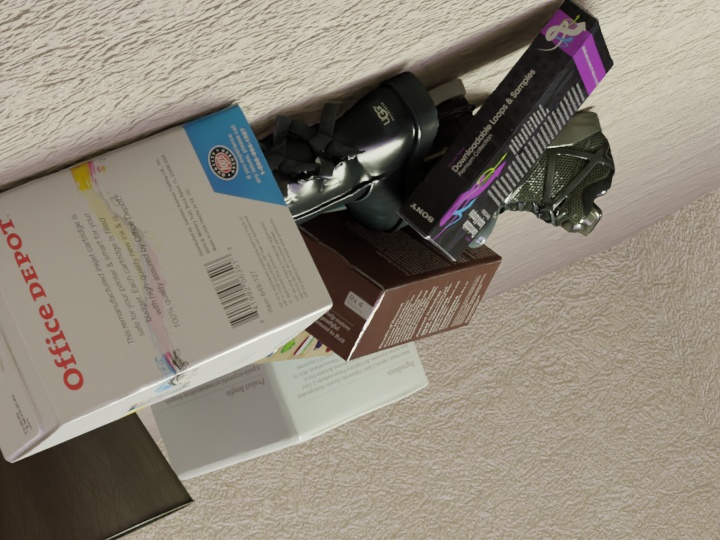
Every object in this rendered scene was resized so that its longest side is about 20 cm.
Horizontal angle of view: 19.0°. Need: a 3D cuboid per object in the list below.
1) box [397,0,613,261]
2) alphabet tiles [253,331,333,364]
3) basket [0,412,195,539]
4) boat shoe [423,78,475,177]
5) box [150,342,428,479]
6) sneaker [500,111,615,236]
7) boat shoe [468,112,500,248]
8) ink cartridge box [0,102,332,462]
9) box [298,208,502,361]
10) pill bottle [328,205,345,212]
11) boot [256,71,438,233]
[{"bbox_3d":[0.110,-0.101,1.604,0.200,0.036,0.143,-53,167,1],"label":"box"},{"bbox_3d":[0.000,0.000,1.837,0.200,0.008,0.167,-52,162,15],"label":"alphabet tiles"},{"bbox_3d":[-0.261,0.144,1.845,0.179,0.201,0.136,-22,174,-23],"label":"basket"},{"bbox_3d":[0.032,-0.087,1.714,0.074,0.061,0.200,-22,174,-38],"label":"boat shoe"},{"bbox_3d":[-0.084,0.082,2.108,0.199,0.172,0.198,-19,178,-45],"label":"box"},{"bbox_3d":[0.170,-0.074,2.181,0.198,0.115,0.076,-22,172,-8],"label":"sneaker"},{"bbox_3d":[0.095,-0.079,1.772,0.073,0.062,0.200,-42,-170,27],"label":"boat shoe"},{"bbox_3d":[-0.152,0.011,1.378,0.199,0.148,0.145,-22,174,-26],"label":"ink cartridge box"},{"bbox_3d":[0.018,0.004,1.700,0.200,0.100,0.075,-10,132,-59],"label":"box"},{"bbox_3d":[-0.042,0.000,1.939,0.110,0.111,0.200,-29,173,35],"label":"pill bottle"},{"bbox_3d":[-0.033,-0.059,1.557,0.162,0.074,0.198,-28,162,-18],"label":"boot"}]
